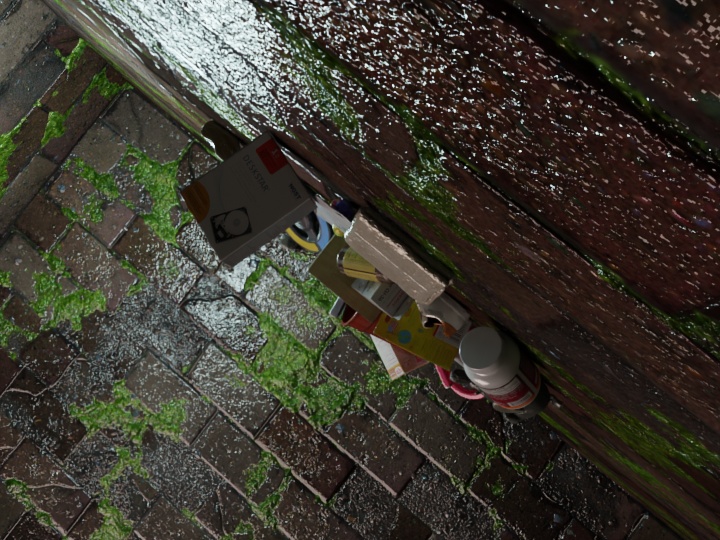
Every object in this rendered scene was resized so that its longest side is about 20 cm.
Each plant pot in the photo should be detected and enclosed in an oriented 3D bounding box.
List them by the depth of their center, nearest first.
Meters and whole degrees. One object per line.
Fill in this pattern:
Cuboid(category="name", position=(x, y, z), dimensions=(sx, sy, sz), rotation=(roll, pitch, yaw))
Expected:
Cuboid(category="plant pot", position=(0.086, 0.092, 1.663), dimensions=(0.194, 0.202, 0.201), rotation=(30, 179, -10))

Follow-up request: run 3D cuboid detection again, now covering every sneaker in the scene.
Cuboid(category="sneaker", position=(0.137, 0.067, 1.467), dimensions=(0.200, 0.085, 0.073), rotation=(41, -179, 38))
Cuboid(category="sneaker", position=(-0.357, -0.327, 1.879), dimensions=(0.200, 0.070, 0.109), rotation=(46, 178, 39))

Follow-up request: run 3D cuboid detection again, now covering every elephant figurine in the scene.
Cuboid(category="elephant figurine", position=(0.327, 0.268, 1.546), dimensions=(0.199, 0.155, 0.142), rotation=(29, -153, -46))

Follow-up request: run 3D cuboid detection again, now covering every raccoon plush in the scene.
Cuboid(category="raccoon plush", position=(-0.095, -0.073, 1.770), dimensions=(0.197, 0.098, 0.134), rotation=(7, 164, 12))

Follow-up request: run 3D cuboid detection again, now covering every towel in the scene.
Cuboid(category="towel", position=(0.063, -0.024, 1.168), dimensions=(0.199, 0.035, 0.133), rotation=(39, 157, 1))

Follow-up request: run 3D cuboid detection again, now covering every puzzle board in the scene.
Cuboid(category="puzzle board", position=(0.000, 0.000, 1.517), dimensions=(0.199, 0.151, 0.017), rotation=(40, 179, -22))

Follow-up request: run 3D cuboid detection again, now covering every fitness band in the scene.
Cuboid(category="fitness band", position=(0.251, 0.223, 1.681), dimensions=(0.037, 0.142, 0.202), rotation=(-33, -77, -54))

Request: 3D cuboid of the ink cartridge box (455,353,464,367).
Cuboid(category="ink cartridge box", position=(0.305, 0.225, 1.798), dimensions=(0.146, 0.083, 0.200), rotation=(38, 177, 13))

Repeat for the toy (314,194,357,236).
Cuboid(category="toy", position=(-0.032, -0.104, 1.326), dimensions=(0.115, 0.047, 0.200), rotation=(38, 171, 1))

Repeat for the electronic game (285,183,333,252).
Cuboid(category="electronic game", position=(-0.139, -0.130, 1.627), dimensions=(0.199, 0.042, 0.202), rotation=(33, 144, 28))

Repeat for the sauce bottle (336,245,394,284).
Cuboid(category="sauce bottle", position=(0.043, -0.007, 1.329), dimensions=(0.198, 0.065, 0.065), rotation=(13, 160, 42))

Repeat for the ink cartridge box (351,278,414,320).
Cuboid(category="ink cartridge box", position=(0.061, 0.022, 1.418), dimensions=(0.067, 0.117, 0.200), rotation=(38, 177, -18))

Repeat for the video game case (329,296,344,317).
Cuboid(category="video game case", position=(-0.019, 0.029, 1.760), dimensions=(0.023, 0.202, 0.182), rotation=(29, 177, 2))

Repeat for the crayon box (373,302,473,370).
Cuboid(category="crayon box", position=(0.138, 0.125, 1.554), dimensions=(0.198, 0.128, 0.051), rotation=(27, 180, -9))

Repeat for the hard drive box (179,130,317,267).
Cuboid(category="hard drive box", position=(-0.204, -0.130, 1.261), dimensions=(0.157, 0.199, 0.077), rotation=(55, -179, 11))

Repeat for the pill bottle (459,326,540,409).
Cuboid(category="pill bottle", position=(0.268, 0.185, 1.326), dimensions=(0.113, 0.113, 0.200), rotation=(36, 176, 42))

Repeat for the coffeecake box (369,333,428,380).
Cuboid(category="coffeecake box", position=(0.112, 0.160, 1.797), dimensions=(0.202, 0.152, 0.073), rotation=(64, 146, 10))
